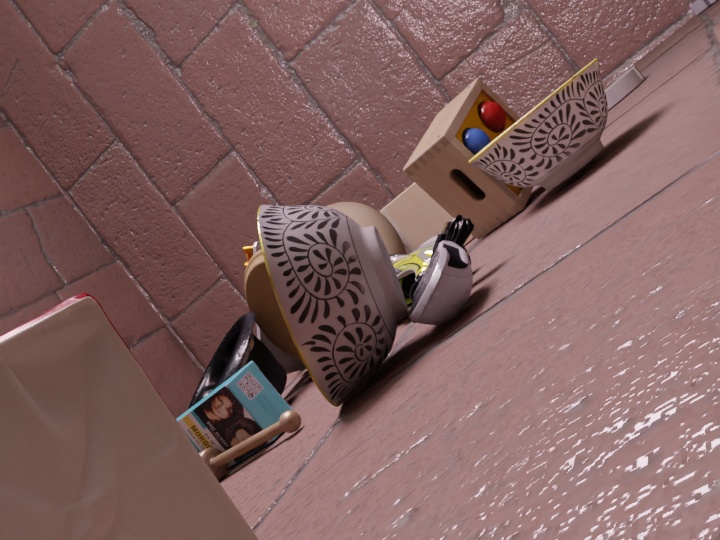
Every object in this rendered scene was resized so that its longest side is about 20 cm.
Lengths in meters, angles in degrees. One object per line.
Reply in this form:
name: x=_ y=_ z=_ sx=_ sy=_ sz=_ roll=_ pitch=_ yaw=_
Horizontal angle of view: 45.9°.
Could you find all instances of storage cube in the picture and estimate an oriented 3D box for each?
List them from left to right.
storage cube: x=-0.171 y=0.140 z=0.355 sx=0.179 sy=0.201 sz=0.171 roll=-32 pitch=3 yaw=17

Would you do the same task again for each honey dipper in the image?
honey dipper: x=-0.129 y=0.191 z=0.912 sx=0.200 sy=0.038 sz=0.038 roll=-35 pitch=4 yaw=40

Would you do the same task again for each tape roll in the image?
tape roll: x=0.512 y=-0.358 z=1.811 sx=0.202 sy=0.037 sz=0.203 roll=-39 pitch=1 yaw=0

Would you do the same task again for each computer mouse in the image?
computer mouse: x=0.080 y=0.012 z=0.812 sx=0.110 sy=0.044 sz=0.200 roll=-63 pitch=0 yaw=14

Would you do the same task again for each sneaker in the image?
sneaker: x=0.046 y=0.020 z=1.025 sx=0.076 sy=0.076 sz=0.200 roll=-39 pitch=0 yaw=-38

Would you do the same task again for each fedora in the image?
fedora: x=-0.159 y=0.156 z=1.151 sx=0.201 sy=0.091 sz=0.201 roll=-54 pitch=14 yaw=20

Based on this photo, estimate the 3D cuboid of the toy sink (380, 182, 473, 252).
toy sink: x=0.140 y=-0.105 z=1.450 sx=0.112 sy=0.131 sz=0.200 roll=-38 pitch=1 yaw=26

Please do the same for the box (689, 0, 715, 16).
box: x=1.101 y=-0.860 z=2.545 sx=0.156 sy=0.041 sz=0.200 roll=-40 pitch=3 yaw=-33

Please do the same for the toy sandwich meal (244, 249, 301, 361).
toy sandwich meal: x=-0.074 y=0.046 z=1.172 sx=0.205 sy=0.205 sz=0.070 roll=-37 pitch=4 yaw=45

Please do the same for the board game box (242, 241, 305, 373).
board game box: x=-0.129 y=0.061 z=1.330 sx=0.026 sy=0.202 sz=0.200 roll=-3 pitch=-2 yaw=17

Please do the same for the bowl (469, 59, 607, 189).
bowl: x=0.245 y=-0.166 z=1.081 sx=0.200 sy=0.094 sz=0.201 roll=-39 pitch=2 yaw=1

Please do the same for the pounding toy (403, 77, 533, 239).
pounding toy: x=0.206 y=-0.168 z=1.250 sx=0.142 sy=0.200 sz=0.185 roll=-37 pitch=16 yaw=48

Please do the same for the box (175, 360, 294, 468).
box: x=-0.163 y=0.185 z=0.991 sx=0.200 sy=0.082 sz=0.049 roll=-38 pitch=2 yaw=43

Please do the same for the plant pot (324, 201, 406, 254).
plant pot: x=0.000 y=0.000 z=1.276 sx=0.187 sy=0.188 sz=0.200 roll=-39 pitch=16 yaw=-4

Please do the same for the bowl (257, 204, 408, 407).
bowl: x=-0.014 y=0.016 z=0.793 sx=0.094 sy=0.202 sz=0.201 roll=-22 pitch=3 yaw=6
